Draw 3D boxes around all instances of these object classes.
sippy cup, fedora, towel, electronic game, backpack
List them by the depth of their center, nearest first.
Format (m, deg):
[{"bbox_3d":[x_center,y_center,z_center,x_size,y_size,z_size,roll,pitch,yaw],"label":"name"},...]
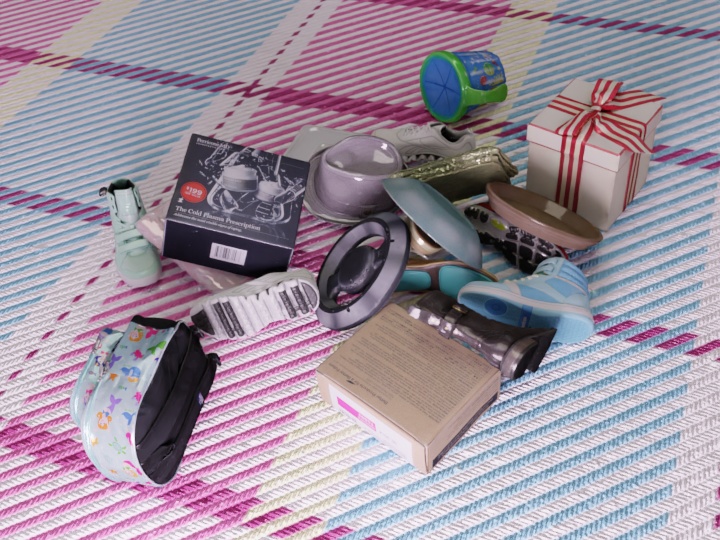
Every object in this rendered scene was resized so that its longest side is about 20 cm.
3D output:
[{"bbox_3d":[-0.286,0.176,1.124,0.150,0.178,0.200,1,55,12],"label":"backpack"},{"bbox_3d":[0.000,0.000,1.294,0.200,0.042,0.200,-34,38,32],"label":"electronic game"},{"bbox_3d":[0.151,-0.150,1.407,0.200,0.148,0.037,-17,72,18],"label":"towel"},{"bbox_3d":[-0.233,-0.065,1.416,0.200,0.032,0.191,38,55,12],"label":"towel"},{"bbox_3d":[-0.006,-0.170,1.471,0.199,0.090,0.177,3,60,-4],"label":"fedora"},{"bbox_3d":[0.205,-0.367,1.662,0.130,0.140,0.178,-20,70,-28],"label":"sippy cup"}]

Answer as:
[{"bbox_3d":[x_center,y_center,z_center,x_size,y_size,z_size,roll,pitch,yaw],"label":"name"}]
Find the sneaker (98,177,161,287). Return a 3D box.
[{"bbox_3d":[-0.386,-0.068,1.423,0.074,0.118,0.201,-17,46,-13],"label":"sneaker"}]

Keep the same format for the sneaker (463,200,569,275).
[{"bbox_3d":[0.260,-0.061,1.379,0.085,0.077,0.200,-26,50,-39],"label":"sneaker"}]

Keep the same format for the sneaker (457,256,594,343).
[{"bbox_3d":[0.247,0.029,1.274,0.199,0.080,0.131,15,48,0],"label":"sneaker"}]

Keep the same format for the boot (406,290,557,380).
[{"bbox_3d":[0.169,0.074,1.180,0.174,0.069,0.200,30,14,24],"label":"boot"}]

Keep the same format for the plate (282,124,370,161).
[{"bbox_3d":[-0.060,-0.206,1.589,0.199,0.032,0.200,13,48,18],"label":"plate"}]

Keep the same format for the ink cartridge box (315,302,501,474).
[{"bbox_3d":[0.065,0.155,1.174,0.200,0.075,0.165,32,57,31],"label":"ink cartridge box"}]

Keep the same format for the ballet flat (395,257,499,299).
[{"bbox_3d":[0.121,0.003,1.333,0.199,0.069,0.063,7,32,11],"label":"ballet flat"}]

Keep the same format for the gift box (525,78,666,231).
[{"bbox_3d":[0.399,-0.203,1.423,0.200,0.187,0.185,21,51,26],"label":"gift box"}]

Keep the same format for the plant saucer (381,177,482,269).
[{"bbox_3d":[0.119,-0.083,1.282,0.039,0.201,0.201,-48,46,14],"label":"plant saucer"}]

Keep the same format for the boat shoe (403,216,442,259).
[{"bbox_3d":[0.092,-0.056,1.350,0.063,0.073,0.200,-41,5,14],"label":"boat shoe"}]

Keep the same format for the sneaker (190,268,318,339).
[{"bbox_3d":[-0.158,0.047,1.303,0.199,0.075,0.081,-13,28,5],"label":"sneaker"}]

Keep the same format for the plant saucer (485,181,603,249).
[{"bbox_3d":[0.285,-0.084,1.351,0.200,0.030,0.200,20,19,-7],"label":"plant saucer"}]

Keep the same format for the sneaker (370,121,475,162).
[{"bbox_3d":[0.115,-0.237,1.556,0.199,0.081,0.075,11,49,10],"label":"sneaker"}]

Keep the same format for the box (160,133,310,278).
[{"bbox_3d":[-0.197,-0.099,1.365,0.199,0.104,0.182,13,53,-8],"label":"box"}]
